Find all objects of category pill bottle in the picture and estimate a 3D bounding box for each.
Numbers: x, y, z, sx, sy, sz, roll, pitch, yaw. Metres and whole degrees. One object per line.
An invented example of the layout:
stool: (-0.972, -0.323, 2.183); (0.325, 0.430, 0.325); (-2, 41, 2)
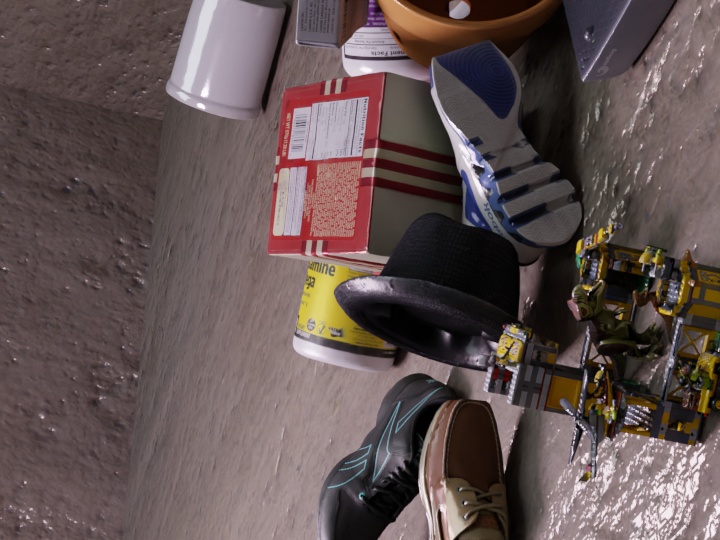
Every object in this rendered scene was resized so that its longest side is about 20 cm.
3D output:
pill bottle: (0.034, -0.263, 1.535); (0.112, 0.112, 0.201); (-129, 34, -71)
pill bottle: (0.000, 0.000, 1.638); (0.112, 0.112, 0.201); (-158, 80, -75)

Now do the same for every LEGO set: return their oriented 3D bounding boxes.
LEGO set: (0.153, 0.042, 1.023); (0.200, 0.115, 0.155); (-132, 55, -71)

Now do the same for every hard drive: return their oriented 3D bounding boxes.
hard drive: (0.215, -0.253, 1.161); (0.135, 0.042, 0.200); (-94, 21, -45)

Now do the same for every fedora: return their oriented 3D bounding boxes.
fedora: (0.075, 0.013, 1.242); (0.201, 0.200, 0.092); (153, 138, -71)

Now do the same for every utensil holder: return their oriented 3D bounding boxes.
utensil holder: (-0.232, -0.386, 2.657); (0.170, 0.169, 0.201); (-115, 40, -66)

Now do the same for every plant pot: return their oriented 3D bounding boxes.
plant pot: (0.094, -0.270, 1.379); (0.140, 0.199, 0.201); (93, -178, -68)

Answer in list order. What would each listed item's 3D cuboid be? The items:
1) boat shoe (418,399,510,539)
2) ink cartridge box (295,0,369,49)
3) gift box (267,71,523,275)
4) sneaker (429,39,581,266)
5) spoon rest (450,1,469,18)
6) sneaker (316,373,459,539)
boat shoe: (0.093, 0.205, 1.239); (0.074, 0.075, 0.201); (167, 106, -68)
ink cartridge box: (-0.017, -0.312, 1.378); (0.174, 0.043, 0.201); (-65, -19, -73)
gift box: (0.032, -0.087, 1.402); (0.200, 0.186, 0.186); (8, 89, 55)
sneaker: (0.107, -0.084, 1.293); (0.115, 0.080, 0.200); (114, 136, -61)
spoon rest: (0.093, -0.260, 1.624); (0.100, 0.060, 0.201); (-98, 11, -54)
sneaker: (0.026, 0.185, 1.416); (0.079, 0.075, 0.201); (8, 67, 61)
